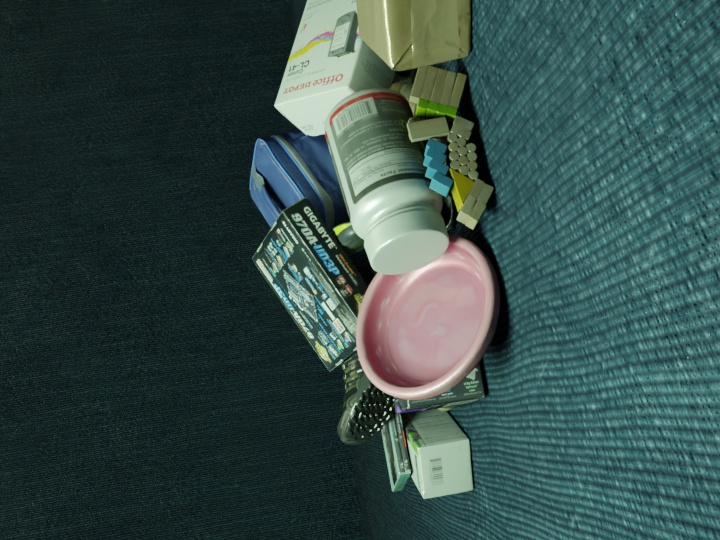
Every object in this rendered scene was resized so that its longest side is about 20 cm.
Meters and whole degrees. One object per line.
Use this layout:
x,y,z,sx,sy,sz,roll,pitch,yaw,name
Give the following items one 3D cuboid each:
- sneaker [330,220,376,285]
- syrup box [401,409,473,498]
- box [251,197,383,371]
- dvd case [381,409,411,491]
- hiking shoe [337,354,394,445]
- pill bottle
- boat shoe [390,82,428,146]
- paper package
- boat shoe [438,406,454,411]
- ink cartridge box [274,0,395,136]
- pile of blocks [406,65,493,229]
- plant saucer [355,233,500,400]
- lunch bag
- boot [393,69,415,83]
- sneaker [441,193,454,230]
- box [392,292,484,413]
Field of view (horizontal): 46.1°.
0.000,0.000,1.147,0.201,0.073,0.082,93,152,-56,sneaker
0.106,0.265,1.289,0.200,0.080,0.080,-138,41,-77,syrup box
-0.057,0.024,1.139,0.201,0.046,0.159,54,150,6,box
0.046,0.233,1.332,0.146,0.022,0.203,96,166,-67,dvd case
0.009,0.158,1.269,0.100,0.075,0.203,21,89,57,hiking shoe
0.032,-0.105,1.006,0.114,0.112,0.202,96,160,-62,pill bottle
0.057,-0.161,1.159,0.074,0.066,0.202,-33,-39,-51,boat shoe
0.055,-0.349,0.983,0.201,0.102,0.193,-113,18,-63,paper package
0.098,0.103,1.225,0.065,0.070,0.203,108,153,-72,boat shoe
-0.022,-0.304,1.187,0.085,0.146,0.203,36,-120,-42,ink cartridge box
0.094,-0.134,0.968,0.062,0.081,0.203,101,160,-69,pile of blocks
0.084,0.057,0.997,0.051,0.200,0.203,30,-145,-42,plant saucer
-0.078,-0.105,1.241,0.201,0.131,0.137,53,149,31,lunch bag
0.038,-0.327,1.298,0.108,0.074,0.202,99,154,-56,boot
0.087,-0.064,1.133,0.082,0.074,0.201,57,168,33,sneaker
0.089,0.081,1.127,0.122,0.104,0.203,113,149,-77,box
